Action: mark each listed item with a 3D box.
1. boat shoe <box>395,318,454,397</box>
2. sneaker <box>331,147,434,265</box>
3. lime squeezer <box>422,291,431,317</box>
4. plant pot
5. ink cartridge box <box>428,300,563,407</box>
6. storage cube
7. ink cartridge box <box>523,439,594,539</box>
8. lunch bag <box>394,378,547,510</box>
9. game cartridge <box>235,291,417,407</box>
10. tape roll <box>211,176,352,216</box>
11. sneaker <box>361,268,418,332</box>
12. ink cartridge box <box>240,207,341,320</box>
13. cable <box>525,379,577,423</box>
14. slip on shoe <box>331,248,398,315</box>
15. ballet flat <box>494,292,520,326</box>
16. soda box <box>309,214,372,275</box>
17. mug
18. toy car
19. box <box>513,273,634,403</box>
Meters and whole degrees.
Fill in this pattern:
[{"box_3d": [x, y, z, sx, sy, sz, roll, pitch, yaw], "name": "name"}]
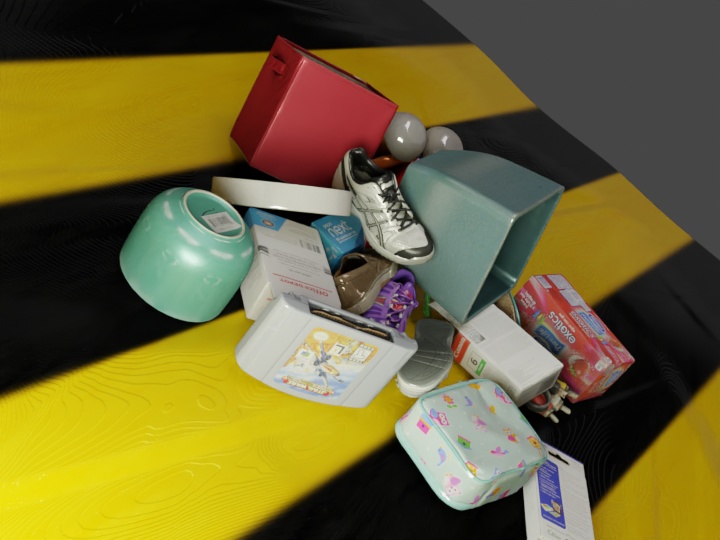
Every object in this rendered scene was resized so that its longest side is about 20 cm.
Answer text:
[{"box_3d": [0.090, 0.129, 1.570, 0.074, 0.065, 0.202, 9, 21, 6], "name": "boat shoe"}, {"box_3d": [0.033, -0.093, 1.643, 0.075, 0.088, 0.200, -32, 67, -33], "name": "sneaker"}, {"box_3d": [0.127, -0.003, 1.820, 0.071, 0.038, 0.200, 53, 31, -8], "name": "lime squeezer"}, {"box_3d": [0.153, -0.075, 1.727, 0.199, 0.197, 0.196, 34, 31, 19], "name": "plant pot"}, {"box_3d": [0.195, 0.113, 1.719, 0.108, 0.051, 0.200, -21, 53, -42], "name": "ink cartridge box"}, {"box_3d": [-0.078, -0.230, 1.757, 0.199, 0.181, 0.171, 22, 13, -25], "name": "storage cube"}, {"box_3d": [0.267, 0.317, 1.549, 0.094, 0.037, 0.201, 30, 32, -14], "name": "ink cartridge box"}, {"box_3d": [0.146, 0.223, 1.503, 0.199, 0.077, 0.161, -5, 48, -52], "name": "lunch bag"}, {"box_3d": [-0.045, 0.104, 1.396, 0.199, 0.134, 0.042, 20, 32, -28], "name": "game cartridge"}, {"box_3d": [-0.110, -0.103, 1.605, 0.200, 0.037, 0.203, 6, 2, 0], "name": "tape roll"}, {"box_3d": [0.040, 0.056, 1.605, 0.081, 0.083, 0.201, 43, 26, -20], "name": "sneaker"}, {"box_3d": [-0.100, 0.016, 1.531, 0.115, 0.067, 0.201, 19, 34, -30], "name": "ink cartridge box"}, {"box_3d": [0.238, 0.161, 1.763, 0.199, 0.051, 0.097, 33, 43, 17], "name": "cable"}, {"box_3d": [0.000, 0.000, 1.631, 0.061, 0.075, 0.200, 65, 26, -16], "name": "slip on shoe"}, {"box_3d": [0.211, 0.038, 1.879, 0.065, 0.071, 0.201, 1, 38, -10], "name": "ballet flat"}, {"box_3d": [-0.019, -0.049, 1.724, 0.068, 0.064, 0.200, 43, 29, 10], "name": "soda box"}, {"box_3d": [-0.210, -0.040, 1.435, 0.151, 0.115, 0.186, 23, 32, -25], "name": "mug"}, {"box_3d": [0.068, -0.168, 1.932, 0.199, 0.174, 0.152, 15, 70, -36], "name": "toy car"}, {"box_3d": [0.338, 0.108, 1.873, 0.099, 0.096, 0.201, -3, 49, -50], "name": "box"}]
